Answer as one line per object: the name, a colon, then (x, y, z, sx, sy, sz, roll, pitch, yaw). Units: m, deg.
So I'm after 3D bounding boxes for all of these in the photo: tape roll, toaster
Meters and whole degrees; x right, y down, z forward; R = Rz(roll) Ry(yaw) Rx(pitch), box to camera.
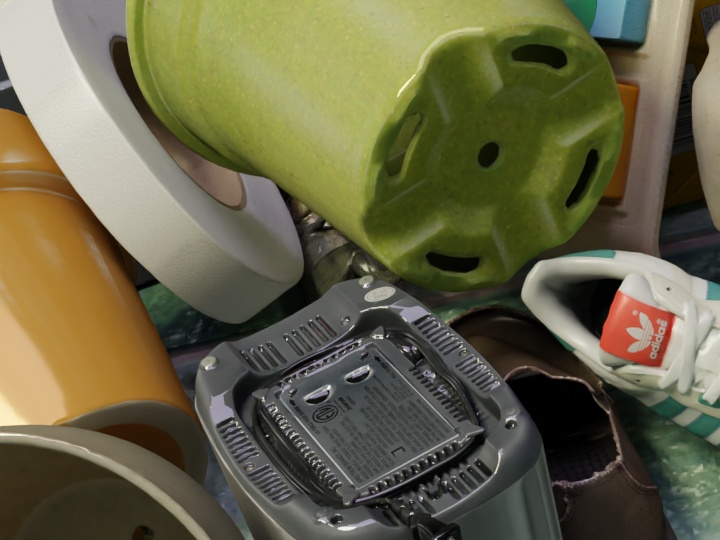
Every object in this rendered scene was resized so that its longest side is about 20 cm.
tape roll: (-0.104, -0.065, 1.127, 0.037, 0.203, 0.203, -36, 30, 14)
toaster: (0.017, 0.102, 0.928, 0.113, 0.130, 0.200, -28, 34, -14)

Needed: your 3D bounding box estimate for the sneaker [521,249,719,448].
sneaker: (0.150, 0.043, 0.960, 0.093, 0.071, 0.199, 13, 12, -45)

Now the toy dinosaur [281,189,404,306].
toy dinosaur: (0.000, 0.000, 1.163, 0.088, 0.048, 0.200, -30, 30, 13)

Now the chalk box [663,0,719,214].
chalk box: (0.185, -0.144, 1.213, 0.123, 0.125, 0.201, -15, 34, 5)

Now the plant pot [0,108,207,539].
plant pot: (-0.169, 0.056, 1.051, 0.199, 0.201, 0.183, -30, 51, -18)

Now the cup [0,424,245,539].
cup: (-0.115, 0.147, 0.899, 0.199, 0.202, 0.143, -9, 7, 13)

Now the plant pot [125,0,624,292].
plant pot: (0.019, -0.091, 1.020, 0.199, 0.201, 0.184, -27, 40, -14)

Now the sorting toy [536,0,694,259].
sorting toy: (0.094, -0.104, 1.114, 0.036, 0.202, 0.185, 1, 7, -31)

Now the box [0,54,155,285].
box: (-0.192, -0.086, 1.289, 0.104, 0.149, 0.200, -18, 34, -1)

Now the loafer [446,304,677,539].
loafer: (0.085, 0.064, 1.005, 0.073, 0.071, 0.200, -24, 33, -9)

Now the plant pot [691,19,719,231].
plant pot: (0.261, -0.070, 1.032, 0.182, 0.201, 0.201, -9, 32, 34)
